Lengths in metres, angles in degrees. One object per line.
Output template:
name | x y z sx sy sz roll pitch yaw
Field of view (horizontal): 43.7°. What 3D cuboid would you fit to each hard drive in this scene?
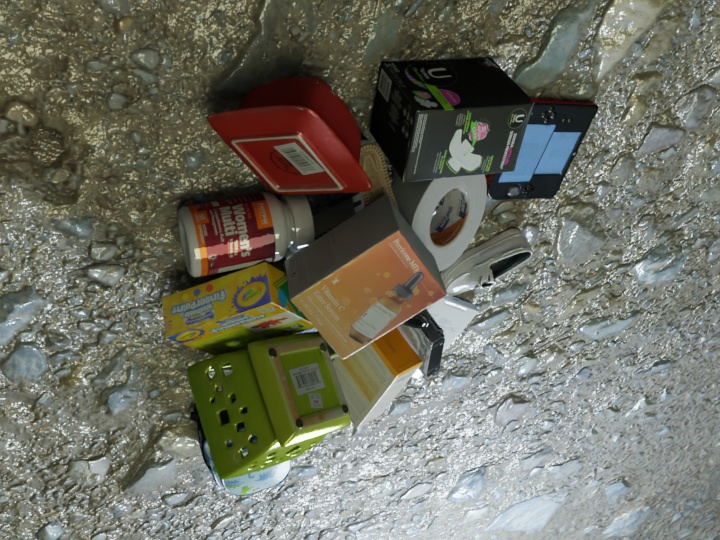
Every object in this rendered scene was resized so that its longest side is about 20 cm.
hard drive | 0.133 0.131 1.814 0.131 0.026 0.201 19 119 -39
hard drive | 0.097 0.106 1.642 0.038 0.140 0.201 -32 160 -13

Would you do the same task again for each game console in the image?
game console | 0.315 -0.210 1.581 0.174 0.031 0.202 -1 131 -27

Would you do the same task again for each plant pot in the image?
plant pot | -0.142 0.212 1.495 0.180 0.202 0.199 -29 165 36

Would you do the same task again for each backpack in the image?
backpack | -0.218 0.348 1.745 0.180 0.148 0.202 -16 139 -10

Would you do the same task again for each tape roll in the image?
tape roll | 0.126 -0.100 1.501 0.199 0.066 0.203 -28 132 -36

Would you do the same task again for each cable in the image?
cable | 0.029 0.064 1.555 0.198 0.051 0.098 -11 124 35

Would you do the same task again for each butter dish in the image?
butter dish | -0.083 -0.212 1.293 0.197 0.150 0.200 3 151 35

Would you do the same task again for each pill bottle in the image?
pill bottle | -0.178 -0.061 1.400 0.197 0.110 0.111 -12 135 -18

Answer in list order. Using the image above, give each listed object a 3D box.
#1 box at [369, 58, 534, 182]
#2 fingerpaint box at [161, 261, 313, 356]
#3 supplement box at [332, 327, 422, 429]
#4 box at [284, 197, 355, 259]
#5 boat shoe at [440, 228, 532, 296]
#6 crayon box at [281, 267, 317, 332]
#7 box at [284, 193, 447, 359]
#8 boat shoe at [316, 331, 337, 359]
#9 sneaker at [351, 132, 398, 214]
box | 0.136 -0.234 1.373 0.197 0.149 0.126 -7 132 -22
fingerpaint box | -0.196 0.067 1.470 0.197 0.075 0.167 -18 158 19
supplement box | 0.019 0.190 1.698 0.073 0.127 0.201 -21 155 -40
box | -0.035 -0.059 1.510 0.198 0.069 0.083 -27 137 -3
boat shoe | 0.237 -0.001 1.711 0.198 0.069 0.072 -28 138 -2
crayon box | -0.113 0.088 1.622 0.125 0.052 0.200 -36 137 8
box | 0.007 0.011 1.382 0.198 0.107 0.153 -32 123 13
boat shoe | -0.019 0.102 1.533 0.199 0.063 0.071 -31 102 40
sneaker | 0.005 -0.131 1.422 0.069 0.109 0.202 -21 128 -15
